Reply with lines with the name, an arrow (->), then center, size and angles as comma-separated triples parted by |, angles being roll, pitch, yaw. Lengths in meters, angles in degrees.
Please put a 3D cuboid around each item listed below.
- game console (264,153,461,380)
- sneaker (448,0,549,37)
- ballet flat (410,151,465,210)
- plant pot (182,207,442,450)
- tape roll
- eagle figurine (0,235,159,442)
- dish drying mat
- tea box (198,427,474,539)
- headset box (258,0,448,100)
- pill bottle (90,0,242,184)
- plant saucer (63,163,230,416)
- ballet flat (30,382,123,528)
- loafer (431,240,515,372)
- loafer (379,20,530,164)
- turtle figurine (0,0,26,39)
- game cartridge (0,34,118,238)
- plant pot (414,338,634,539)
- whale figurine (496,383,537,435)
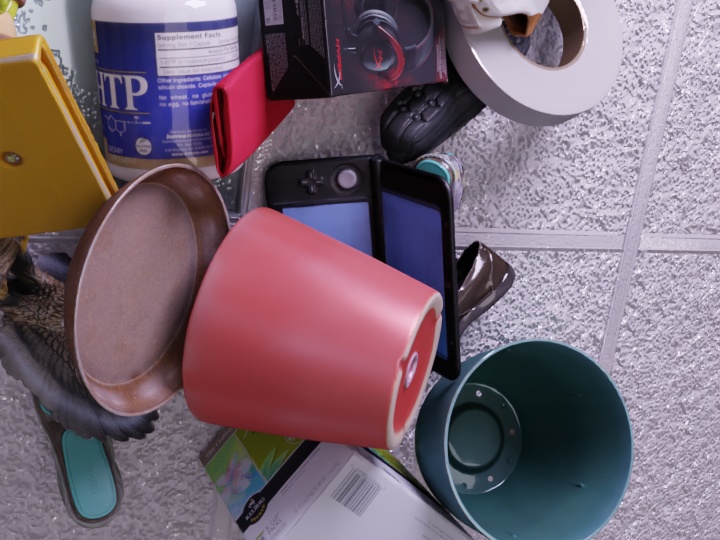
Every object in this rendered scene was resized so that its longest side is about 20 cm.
game console -> 0.000, 0.000, 0.893 | 0.175, 0.116, 0.201 | -4, 111, 1
sneaker -> 0.095, -0.256, 0.817 | 0.200, 0.073, 0.085 | 12, 102, -37
ballet flat -> 0.056, -0.035, 0.968 | 0.072, 0.072, 0.201 | 7, 124, -29
plant pot -> -0.032, 0.062, 0.822 | 0.200, 0.177, 0.201 | 16, 90, -74
tape roll -> 0.171, -0.243, 0.928 | 0.202, 0.037, 0.203 | 6, 75, -25
eagle figurine -> -0.244, 0.041, 0.803 | 0.152, 0.151, 0.200 | -34, 136, 10
dish drying mat -> -0.089, -0.147, 0.799 | 0.018, 0.200, 0.077 | 2, 116, 10
tea box -> -0.027, 0.232, 0.944 | 0.134, 0.197, 0.200 | -50, 123, -4
headset box -> 0.003, -0.234, 0.829 | 0.200, 0.075, 0.149 | -20, 110, -50
pill bottle -> -0.160, -0.182, 0.779 | 0.119, 0.120, 0.201 | -10, 111, -24
plant saucer -> -0.168, 0.013, 0.737 | 0.200, 0.034, 0.201 | 12, 90, -68
ballet flat -> -0.264, 0.136, 0.862 | 0.067, 0.064, 0.201 | -9, 83, -24
loafer -> 0.078, 0.041, 1.016 | 0.200, 0.073, 0.071 | -44, 116, -17
loafer -> 0.095, -0.182, 0.951 | 0.200, 0.068, 0.070 | -42, 160, -19
turtle figurine -> -0.280, -0.180, 0.729 | 0.064, 0.200, 0.162 | 5, 88, 15
game cartridge -> -0.291, -0.083, 0.662 | 0.199, 0.033, 0.176 | -5, 146, 2
plant pot -> 0.146, 0.174, 0.951 | 0.200, 0.161, 0.201 | 3, 81, -18
whale figurine -> 0.181, 0.166, 1.106 | 0.200, 0.104, 0.159 | -23, 119, 8
